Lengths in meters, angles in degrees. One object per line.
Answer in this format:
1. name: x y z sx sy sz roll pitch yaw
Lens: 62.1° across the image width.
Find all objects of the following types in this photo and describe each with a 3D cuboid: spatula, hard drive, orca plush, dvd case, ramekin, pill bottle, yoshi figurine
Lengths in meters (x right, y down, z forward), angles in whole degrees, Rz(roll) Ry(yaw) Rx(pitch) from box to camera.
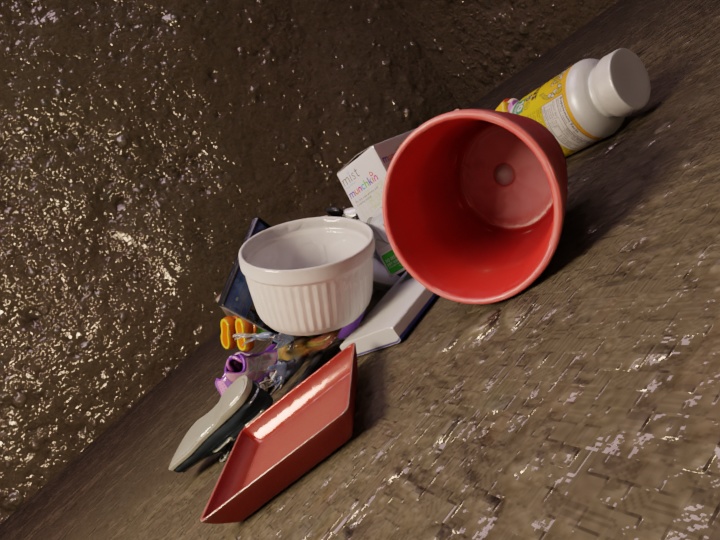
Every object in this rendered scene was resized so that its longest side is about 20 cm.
1. spatula: -0.049 0.123 0.928 0.056 0.021 0.200 -27 16 50
2. hard drive: 0.066 0.039 0.848 0.200 0.026 0.131 -46 11 -36
3. orca plush: -0.038 -0.063 1.090 0.195 0.105 0.073 -3 69 35
4. dvd case: -0.132 0.025 0.960 0.017 0.199 0.146 9 71 36
5. ramekin: -0.070 0.007 0.860 0.193 0.108 0.201 -7 24 3
6. pill bottle: 0.317 -0.238 0.883 0.113 0.114 0.199 -42 9 -26
7. yoshi figurine: -0.148 0.109 1.081 0.197 0.113 0.113 -15 -32 -43

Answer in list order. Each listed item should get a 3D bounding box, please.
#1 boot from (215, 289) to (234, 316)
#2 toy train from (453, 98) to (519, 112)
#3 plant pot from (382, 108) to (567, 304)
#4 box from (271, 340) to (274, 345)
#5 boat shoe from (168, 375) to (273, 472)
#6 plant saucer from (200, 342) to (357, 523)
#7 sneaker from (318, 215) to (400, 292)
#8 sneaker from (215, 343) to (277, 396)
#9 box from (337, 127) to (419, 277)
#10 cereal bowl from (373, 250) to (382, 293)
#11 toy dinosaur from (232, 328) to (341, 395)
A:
1. boot: -0.212 0.021 1.143 0.144 0.204 0.070 -33 37 -19
2. toy train: 0.237 -0.250 1.057 0.148 0.197 0.057 -22 60 38
3. plant pot: 0.145 -0.089 0.673 0.198 0.204 0.177 -32 2 37
4. box: -0.136 0.053 1.171 0.120 0.032 0.205 -31 -39 -46
5. boat shoe: -0.208 0.237 0.883 0.200 0.061 0.075 -47 23 13
6. plant saucer: -0.075 0.185 0.684 0.198 0.037 0.200 -39 8 9
7. sneaker: -0.011 -0.030 0.992 0.082 0.197 0.071 -59 -20 -8
8. sneaker: -0.193 0.175 1.060 0.080 0.089 0.201 -35 9 25
9. box: 0.087 -0.117 0.930 0.096 0.180 0.198 -26 2 45
10. cereal bowl: 0.000 0.000 1.130 0.198 0.084 0.200 -38 9 7
11. toy dinosaur: -0.106 0.142 0.933 0.193 0.109 0.182 -7 -9 6
